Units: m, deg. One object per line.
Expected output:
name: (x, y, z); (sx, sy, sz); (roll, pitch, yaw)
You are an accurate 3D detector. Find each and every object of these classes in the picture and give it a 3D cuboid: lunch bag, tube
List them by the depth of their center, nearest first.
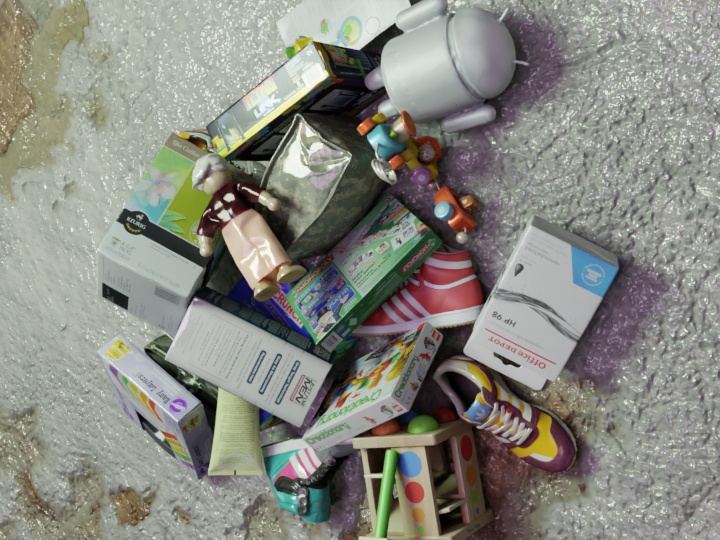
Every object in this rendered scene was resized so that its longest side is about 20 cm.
lunch bag: (-0.057, -0.097, 1.301); (0.118, 0.164, 0.200); (38, 112, 18)
tube: (-0.171, 0.189, 1.374); (0.058, 0.052, 0.200); (7, 100, 31)

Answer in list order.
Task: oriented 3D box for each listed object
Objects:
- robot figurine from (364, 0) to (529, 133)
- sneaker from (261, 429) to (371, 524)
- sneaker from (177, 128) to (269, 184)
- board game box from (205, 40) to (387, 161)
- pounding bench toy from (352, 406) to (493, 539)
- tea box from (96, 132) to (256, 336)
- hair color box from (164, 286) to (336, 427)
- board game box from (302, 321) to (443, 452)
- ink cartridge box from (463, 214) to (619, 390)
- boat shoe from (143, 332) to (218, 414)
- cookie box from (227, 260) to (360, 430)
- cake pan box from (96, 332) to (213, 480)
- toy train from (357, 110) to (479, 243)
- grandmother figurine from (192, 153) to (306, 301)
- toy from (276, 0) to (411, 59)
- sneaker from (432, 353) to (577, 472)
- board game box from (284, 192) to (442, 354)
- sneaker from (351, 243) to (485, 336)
robot figurine: (0.106, -0.250, 1.217); (0.200, 0.113, 0.170); (-17, 112, 32)
sneaker: (-0.053, 0.287, 1.376); (0.200, 0.084, 0.121); (-19, 79, 39)
sneaker: (-0.195, -0.141, 1.431); (0.200, 0.082, 0.078); (30, 109, 26)
board game box: (-0.077, -0.217, 1.302); (0.200, 0.165, 0.057); (-32, 80, 29)
pounding bench toy: (0.060, 0.261, 1.238); (0.124, 0.200, 0.156); (-9, 90, 32)
tea box: (-0.254, -0.044, 1.348); (0.133, 0.200, 0.197); (28, 68, -5)
hair color box: (-0.143, 0.112, 1.303); (0.200, 0.061, 0.100); (27, 104, -1)
board game box: (0.014, 0.152, 1.268); (0.035, 0.126, 0.200); (41, 138, -13)
ink cartridge box: (0.210, 0.050, 1.185); (0.116, 0.067, 0.200); (26, 108, 4)
boat shoe: (-0.250, 0.170, 1.490); (0.200, 0.064, 0.071); (40, 142, 27)
cookie box: (-0.125, 0.101, 1.411); (0.171, 0.075, 0.200); (50, 117, 17)
cake pan box: (-0.299, 0.207, 1.485); (0.184, 0.052, 0.200); (38, 153, 24)
toy train: (0.081, -0.124, 1.219); (0.056, 0.200, 0.150); (-38, 50, 18)
grandmother figurine: (-0.153, -0.060, 1.236); (0.121, 0.061, 0.200); (-31, 74, 2)
toy: (-0.016, -0.335, 1.322); (0.200, 0.047, 0.115); (-29, 73, 30)
sneaker: (0.173, 0.182, 1.225); (0.200, 0.090, 0.075); (38, 112, 24)
board game box: (0.000, 0.000, 1.271); (0.200, 0.029, 0.135); (-45, 32, 3)
sneaker: (0.062, 0.024, 1.292); (0.200, 0.071, 0.113); (-10, 93, 24)
